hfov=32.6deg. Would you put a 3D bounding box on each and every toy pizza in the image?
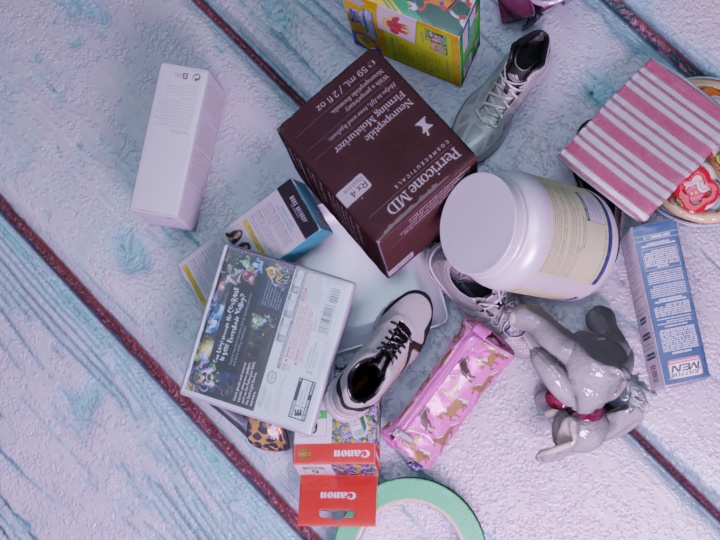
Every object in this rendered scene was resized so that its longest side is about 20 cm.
[{"bbox_3d":[0.450,-0.158,1.614,0.197,0.032,0.204,-1,82,6],"label":"toy pizza"}]

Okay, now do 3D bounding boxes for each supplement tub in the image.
[{"bbox_3d":[0.208,-0.043,1.519,0.144,0.198,0.147,-10,75,45],"label":"supplement tub"}]

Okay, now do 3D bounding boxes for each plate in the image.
[{"bbox_3d":[0.000,0.000,1.640,0.197,0.032,0.203,-15,80,3],"label":"plate"}]

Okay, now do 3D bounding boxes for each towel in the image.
[{"bbox_3d":[0.369,-0.167,1.584,0.146,0.030,0.200,41,77,20],"label":"towel"}]

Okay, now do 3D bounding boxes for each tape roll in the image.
[{"bbox_3d":[0.063,0.367,1.574,0.197,0.048,0.204,-1,83,6],"label":"tape roll"}]

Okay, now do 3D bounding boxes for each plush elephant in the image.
[{"bbox_3d":[0.274,0.154,1.542,0.200,0.163,0.156,51,131,41],"label":"plush elephant"}]

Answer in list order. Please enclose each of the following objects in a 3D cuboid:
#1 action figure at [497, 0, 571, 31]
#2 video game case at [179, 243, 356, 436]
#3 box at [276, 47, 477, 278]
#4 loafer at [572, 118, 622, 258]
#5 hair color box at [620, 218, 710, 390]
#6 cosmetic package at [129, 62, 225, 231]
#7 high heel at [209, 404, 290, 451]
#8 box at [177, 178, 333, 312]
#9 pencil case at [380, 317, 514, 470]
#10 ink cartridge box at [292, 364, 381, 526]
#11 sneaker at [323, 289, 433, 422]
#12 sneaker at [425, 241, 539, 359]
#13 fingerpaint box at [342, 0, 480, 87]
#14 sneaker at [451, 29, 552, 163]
[{"bbox_3d":[0.193,-0.422,1.628,0.133,0.149,0.202,-29,94,7],"label":"action figure"},{"bbox_3d":[-0.117,0.087,1.568,0.179,0.023,0.203,16,87,8],"label":"video game case"},{"bbox_3d":[0.027,-0.133,1.558,0.166,0.164,0.200,-41,73,-6],"label":"box"},{"bbox_3d":[0.315,-0.104,1.605,0.071,0.063,0.203,-2,82,5],"label":"loafer"},{"bbox_3d":[0.383,0.046,1.558,0.060,0.100,0.203,-10,81,3],"label":"hair color box"},{"bbox_3d":[-0.244,-0.164,1.655,0.070,0.101,0.203,10,82,8],"label":"cosmetic package"},{"bbox_3d":[-0.105,0.130,1.612,0.142,0.071,0.201,37,99,12],"label":"high heel"},{"bbox_3d":[-0.140,-0.029,1.626,0.199,0.049,0.083,-35,75,14],"label":"box"},{"bbox_3d":[0.111,0.154,1.558,0.082,0.087,0.201,35,101,-6],"label":"pencil case"},{"bbox_3d":[-0.029,0.221,1.574,0.107,0.051,0.203,-1,63,7],"label":"ink cartridge box"},{"bbox_3d":[0.035,0.105,1.548,0.073,0.080,0.201,37,69,-3],"label":"sneaker"},{"bbox_3d":[0.164,0.045,1.580,0.199,0.082,0.075,40,87,-7],"label":"sneaker"},{"bbox_3d":[0.069,-0.329,1.594,0.165,0.200,0.074,23,84,9],"label":"fingerpaint box"},{"bbox_3d":[0.180,-0.235,1.612,0.075,0.115,0.202,35,87,9],"label":"sneaker"}]
